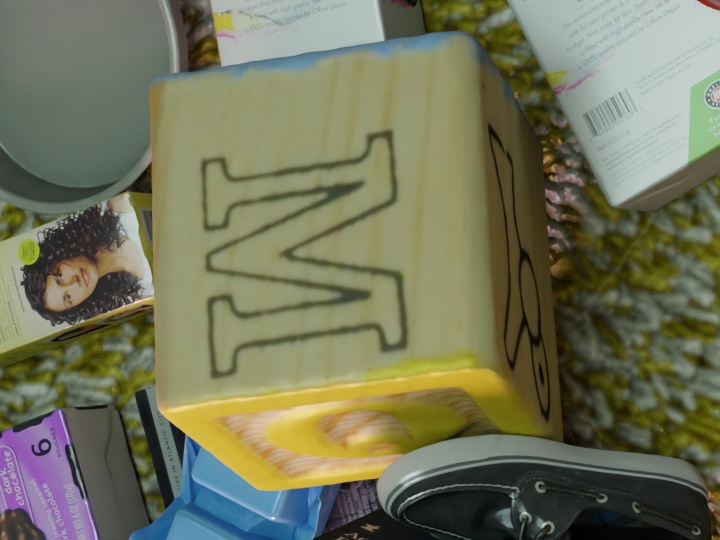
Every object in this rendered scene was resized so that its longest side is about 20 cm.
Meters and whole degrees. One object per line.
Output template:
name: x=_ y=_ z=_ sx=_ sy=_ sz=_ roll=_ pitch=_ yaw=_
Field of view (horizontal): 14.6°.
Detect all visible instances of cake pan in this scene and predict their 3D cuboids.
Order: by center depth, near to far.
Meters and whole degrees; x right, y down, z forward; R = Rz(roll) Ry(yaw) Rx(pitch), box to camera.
cake pan: x=-0.195 y=-0.138 z=1.829 sx=0.200 sy=0.037 sz=0.200 roll=4 pitch=98 yaw=27

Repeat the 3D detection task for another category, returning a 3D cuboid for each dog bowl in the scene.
dog bowl: x=-0.073 y=0.150 z=1.749 sx=0.111 sy=0.050 sz=0.200 roll=25 pitch=101 yaw=24

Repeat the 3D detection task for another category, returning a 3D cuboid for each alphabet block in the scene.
alphabet block: x=0.000 y=0.000 z=1.614 sx=0.196 sy=0.195 sz=0.200 roll=-8 pitch=69 yaw=15

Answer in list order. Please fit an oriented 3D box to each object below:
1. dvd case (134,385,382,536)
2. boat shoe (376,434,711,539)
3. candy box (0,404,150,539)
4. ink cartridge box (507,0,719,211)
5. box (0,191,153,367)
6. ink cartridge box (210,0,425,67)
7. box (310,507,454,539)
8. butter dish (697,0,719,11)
dvd case: x=-0.039 y=0.119 z=1.769 sx=0.200 sy=0.016 sz=0.149 roll=-19 pitch=82 yaw=25
boat shoe: x=0.109 y=0.143 z=1.604 sx=0.070 sy=0.200 sz=0.066 roll=117 pitch=152 yaw=-42
candy box: x=-0.234 y=0.198 z=1.835 sx=0.200 sy=0.072 sz=0.168 roll=-22 pitch=79 yaw=25
ink cartridge box: x=0.161 y=-0.148 z=1.643 sx=0.117 sy=0.067 sz=0.200 roll=-31 pitch=77 yaw=24
box: x=-0.211 y=0.013 z=1.841 sx=0.200 sy=0.050 sz=0.075 roll=-21 pitch=79 yaw=26
ink cartridge box: x=-0.028 y=-0.171 z=1.741 sx=0.116 sy=0.067 sz=0.200 roll=-12 pitch=85 yaw=26
box: x=0.051 y=0.213 z=1.609 sx=0.148 sy=0.200 sz=0.107 roll=21 pitch=106 yaw=23
butter dish: x=0.214 y=-0.231 z=1.535 sx=0.148 sy=0.199 sz=0.200 roll=5 pitch=92 yaw=52
